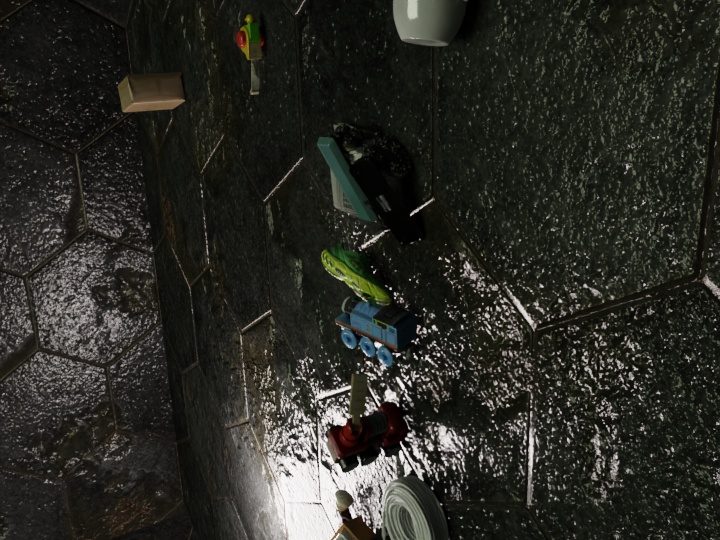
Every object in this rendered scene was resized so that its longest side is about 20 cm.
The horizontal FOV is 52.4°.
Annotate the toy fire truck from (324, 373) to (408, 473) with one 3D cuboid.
[{"bbox_3d":[0.020,0.320,1.595,0.130,0.174,0.201,60,146,30],"label":"toy fire truck"}]

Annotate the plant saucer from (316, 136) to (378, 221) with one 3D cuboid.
[{"bbox_3d":[-0.029,-0.185,1.516,0.070,0.019,0.202,22,145,60],"label":"plant saucer"}]

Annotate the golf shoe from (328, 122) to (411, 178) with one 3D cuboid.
[{"bbox_3d":[0.023,-0.223,1.482,0.199,0.078,0.095,33,148,30],"label":"golf shoe"}]

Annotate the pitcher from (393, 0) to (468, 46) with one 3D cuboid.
[{"bbox_3d":[0.135,-0.468,1.168,0.170,0.120,0.204,17,105,42],"label":"pitcher"}]

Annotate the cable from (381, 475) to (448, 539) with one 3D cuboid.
[{"bbox_3d":[0.120,0.558,1.615,0.199,0.068,0.204,22,119,56],"label":"cable"}]

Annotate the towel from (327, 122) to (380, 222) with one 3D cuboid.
[{"bbox_3d":[-0.015,-0.217,1.603,0.192,0.034,0.203,27,123,56],"label":"towel"}]

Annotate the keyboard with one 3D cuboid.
[{"bbox_3d":[0.052,-0.141,1.456,0.201,0.040,0.104,55,148,-14],"label":"keyboard"}]

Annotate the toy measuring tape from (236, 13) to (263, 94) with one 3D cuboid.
[{"bbox_3d":[-0.293,-0.575,1.946,0.073,0.073,0.203,34,129,52],"label":"toy measuring tape"}]

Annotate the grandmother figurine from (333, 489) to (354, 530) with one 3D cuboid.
[{"bbox_3d":[-0.044,0.681,1.974,0.120,0.060,0.203,19,120,45],"label":"grandmother figurine"}]

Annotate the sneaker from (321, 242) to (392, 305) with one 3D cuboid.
[{"bbox_3d":[0.000,0.000,1.615,0.199,0.083,0.075,38,155,26],"label":"sneaker"}]

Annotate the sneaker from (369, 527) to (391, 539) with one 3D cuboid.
[{"bbox_3d":[0.022,0.676,1.708,0.079,0.198,0.076,42,145,34],"label":"sneaker"}]

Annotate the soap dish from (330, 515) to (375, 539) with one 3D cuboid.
[{"bbox_3d":[-0.005,0.721,1.852,0.157,0.081,0.201,43,141,15],"label":"soap dish"}]

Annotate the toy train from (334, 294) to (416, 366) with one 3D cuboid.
[{"bbox_3d":[0.033,0.121,1.557,0.198,0.086,0.116,22,127,38],"label":"toy train"}]

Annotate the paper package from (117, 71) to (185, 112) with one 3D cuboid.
[{"bbox_3d":[-0.751,-0.638,2.623,0.190,0.197,0.105,2,103,60],"label":"paper package"}]
